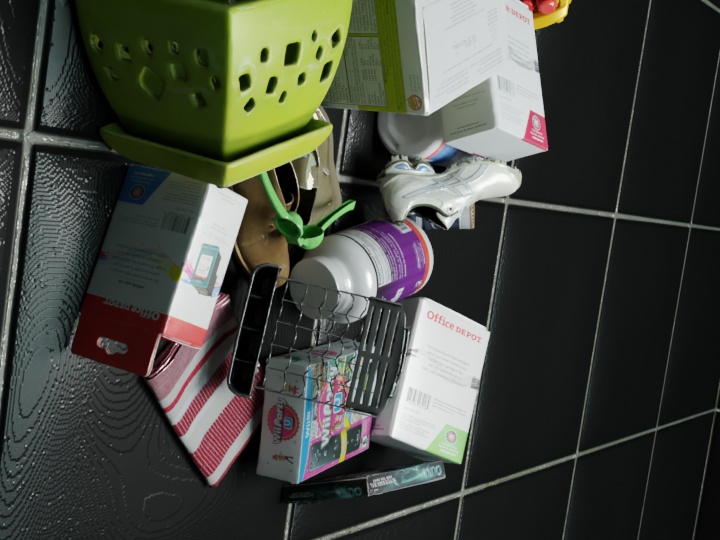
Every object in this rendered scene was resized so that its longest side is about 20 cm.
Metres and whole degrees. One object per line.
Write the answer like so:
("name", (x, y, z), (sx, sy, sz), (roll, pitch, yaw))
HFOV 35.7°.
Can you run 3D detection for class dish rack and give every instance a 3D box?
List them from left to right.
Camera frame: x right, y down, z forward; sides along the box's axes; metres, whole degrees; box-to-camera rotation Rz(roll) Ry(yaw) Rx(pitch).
("dish rack", (-0.044, 0.087, 1.298), (0.055, 0.199, 0.154), (162, -59, -83))

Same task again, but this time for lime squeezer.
("lime squeezer", (-0.064, -0.061, 1.256), (0.200, 0.038, 0.071), (15, 106, -59))

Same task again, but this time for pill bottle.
("pill bottle", (0.000, 0.000, 1.430), (0.200, 0.112, 0.113), (-23, 118, -51))
("pill bottle", (0.120, -0.201, 1.550), (0.200, 0.112, 0.113), (-2, 101, -57))

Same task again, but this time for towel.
("towel", (-0.168, 0.141, 1.304), (0.144, 0.023, 0.201), (-53, 139, -33))

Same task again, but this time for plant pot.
("plant pot", (-0.139, -0.197, 1.094), (0.199, 0.199, 0.183), (-30, 129, -50))

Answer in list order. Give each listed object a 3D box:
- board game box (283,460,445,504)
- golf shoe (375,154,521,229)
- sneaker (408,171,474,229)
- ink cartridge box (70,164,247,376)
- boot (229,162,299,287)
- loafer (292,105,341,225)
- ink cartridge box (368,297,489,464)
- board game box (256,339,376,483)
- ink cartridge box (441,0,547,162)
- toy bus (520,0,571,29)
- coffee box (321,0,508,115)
("board game box", (0.009, 0.285, 1.510), (0.200, 0.135, 0.028), (4, 76, -56))
("golf shoe", (0.121, -0.095, 1.476), (0.078, 0.199, 0.098), (115, -30, -63))
("sneaker", (0.110, -0.110, 1.615), (0.200, 0.108, 0.071), (-77, 163, -69))
("ink cartridge box", (-0.203, 0.004, 1.123), (0.067, 0.116, 0.201), (28, 77, -56))
("boot", (-0.105, -0.059, 1.290), (0.074, 0.075, 0.201), (-47, 137, -42))
("loafer", (-0.071, -0.129, 1.317), (0.068, 0.076, 0.201), (-58, 142, -38))
("ink cartridge box", (0.089, 0.156, 1.582), (0.145, 0.084, 0.201), (27, 70, -35))
("board game box", (-0.051, 0.175, 1.431), (0.200, 0.064, 0.149), (-9, 106, -62))
("ink cartridge box", (0.169, -0.257, 1.464), (0.145, 0.083, 0.201), (11, 70, -53))
("toy bus", (0.242, -0.408, 1.583), (0.200, 0.135, 0.193), (62, 16, -46))
("coffee box", (0.038, -0.312, 1.312), (0.199, 0.197, 0.201), (-36, 125, -46))
